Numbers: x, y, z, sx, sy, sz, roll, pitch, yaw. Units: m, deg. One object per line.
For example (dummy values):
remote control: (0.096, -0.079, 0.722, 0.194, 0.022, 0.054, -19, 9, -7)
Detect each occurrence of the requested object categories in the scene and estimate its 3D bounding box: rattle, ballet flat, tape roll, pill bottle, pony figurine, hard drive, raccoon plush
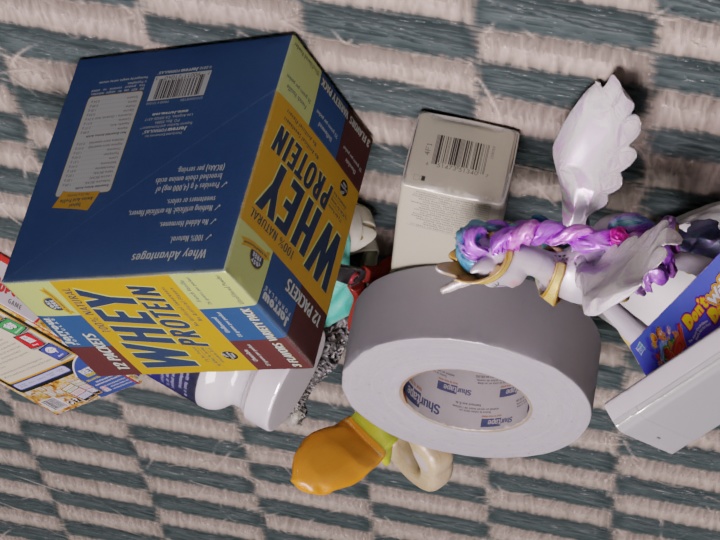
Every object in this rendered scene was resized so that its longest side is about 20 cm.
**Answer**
rattle: (0.000, 0.168, 1.955, 0.130, 0.143, 0.200, 41, 165, -8)
ballet flat: (-0.021, -0.022, 1.762, 0.070, 0.068, 0.200, -22, 154, -10)
tape roll: (0.087, 0.074, 1.728, 0.198, 0.067, 0.201, 8, 151, 4)
pill bottle: (-0.135, 0.043, 1.811, 0.199, 0.116, 0.116, 29, 154, 13)
pony figurine: (0.176, -0.016, 1.560, 0.199, 0.168, 0.193, 17, 139, -32)
hard drive: (0.271, 0.054, 1.493, 0.199, 0.026, 0.132, -35, 157, 15)
raccoon plush: (-0.030, 0.081, 1.916, 0.198, 0.098, 0.134, -1, 156, 25)

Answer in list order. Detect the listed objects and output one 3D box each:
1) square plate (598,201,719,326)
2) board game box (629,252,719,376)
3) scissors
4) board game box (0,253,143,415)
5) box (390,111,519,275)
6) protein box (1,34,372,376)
square plate: (0.275, 0.015, 1.714, 0.197, 0.029, 0.199, 32, 147, -29)
board game box: (0.303, 0.021, 1.552, 0.199, 0.045, 0.135, -9, 150, -40)
scissors: (0.000, 0.000, 1.742, 0.014, 0.073, 0.200, 40, 174, 22)
board game box: (-0.316, 0.058, 2.045, 0.199, 0.047, 0.151, 33, 147, -29)
box: (0.069, -0.034, 1.682, 0.081, 0.069, 0.200, 13, 151, 3)
protein box: (-0.123, -0.045, 1.616, 0.197, 0.201, 0.135, -3, 147, 30)
